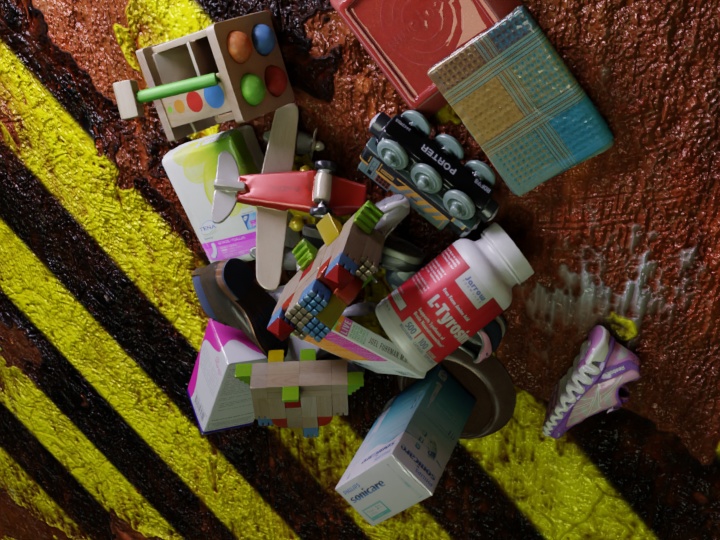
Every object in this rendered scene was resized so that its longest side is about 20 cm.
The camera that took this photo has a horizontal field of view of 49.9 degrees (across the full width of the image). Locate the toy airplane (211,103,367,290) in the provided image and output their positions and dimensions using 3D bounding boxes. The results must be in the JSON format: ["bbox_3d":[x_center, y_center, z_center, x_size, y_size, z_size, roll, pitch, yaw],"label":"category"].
[{"bbox_3d":[-0.109,-0.102,1.077,0.200,0.141,0.200,-42,74,6],"label":"toy airplane"}]

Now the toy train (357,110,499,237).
[{"bbox_3d":[0.087,-0.123,1.011,0.199,0.086,0.114,37,154,-2],"label":"toy train"}]

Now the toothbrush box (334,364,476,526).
[{"bbox_3d":[0.069,0.257,1.145,0.085,0.200,0.146,45,130,-4],"label":"toothbrush box"}]

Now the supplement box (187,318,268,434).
[{"bbox_3d":[-0.224,0.179,1.344,0.102,0.102,0.201,60,142,34],"label":"supplement box"}]

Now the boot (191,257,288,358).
[{"bbox_3d":[-0.192,0.064,1.247,0.096,0.075,0.201,-2,125,40],"label":"boot"}]

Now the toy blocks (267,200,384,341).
[{"bbox_3d":[-0.045,0.024,0.950,0.100,0.137,0.200,39,120,-13],"label":"toy blocks"}]

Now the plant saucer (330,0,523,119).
[{"bbox_3d":[0.077,-0.304,0.931,0.199,0.037,0.201,-32,102,39],"label":"plant saucer"}]

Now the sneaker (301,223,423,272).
[{"bbox_3d":[0.000,0.000,1.127,0.198,0.075,0.108,14,105,31],"label":"sneaker"}]

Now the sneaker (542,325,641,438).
[{"bbox_3d":[0.322,0.172,1.076,0.088,0.081,0.201,24,128,4],"label":"sneaker"}]

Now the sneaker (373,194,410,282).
[{"bbox_3d":[0.006,-0.025,1.044,0.082,0.075,0.200,47,124,0],"label":"sneaker"}]

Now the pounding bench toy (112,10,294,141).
[{"bbox_3d":[-0.202,-0.247,1.009,0.154,0.200,0.126,-6,111,32],"label":"pounding bench toy"}]

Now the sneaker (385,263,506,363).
[{"bbox_3d":[0.113,0.056,1.111,0.199,0.082,0.071,31,133,9],"label":"sneaker"}]

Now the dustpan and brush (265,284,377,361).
[{"bbox_3d":[-0.060,0.078,1.250,0.198,0.057,0.141,-10,107,41],"label":"dustpan and brush"}]

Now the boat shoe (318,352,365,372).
[{"bbox_3d":[-0.072,0.196,1.311,0.199,0.073,0.075,-31,102,39],"label":"boat shoe"}]

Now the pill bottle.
[{"bbox_3d":[0.126,0.032,1.025,0.199,0.112,0.113,-39,98,7],"label":"pill bottle"}]

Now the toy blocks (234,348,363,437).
[{"bbox_3d":[-0.093,0.209,1.236,0.197,0.101,0.138,-2,132,-1],"label":"toy blocks"}]

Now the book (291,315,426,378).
[{"bbox_3d":[-0.011,0.106,1.154,0.199,0.049,0.133,31,164,-26],"label":"book"}]

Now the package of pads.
[{"bbox_3d":[-0.200,-0.110,1.191,0.153,0.068,0.202,-9,114,32],"label":"package of pads"}]

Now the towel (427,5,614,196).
[{"bbox_3d":[0.191,-0.195,0.922,0.146,0.022,0.200,-27,114,36],"label":"towel"}]

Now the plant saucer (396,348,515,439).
[{"bbox_3d":[0.143,0.192,1.215,0.198,0.035,0.202,14,126,20],"label":"plant saucer"}]
